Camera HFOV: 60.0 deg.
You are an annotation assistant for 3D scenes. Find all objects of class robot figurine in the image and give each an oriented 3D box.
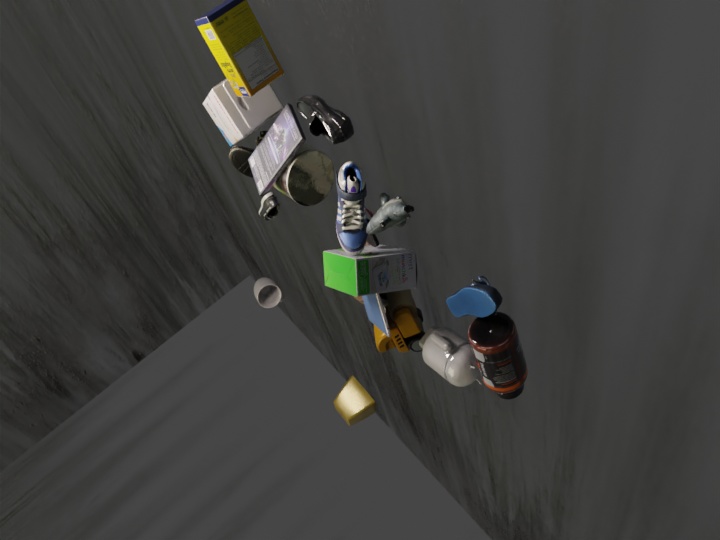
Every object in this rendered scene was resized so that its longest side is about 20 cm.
[{"bbox_3d":[0.237,0.222,1.609,0.199,0.114,0.170,35,173,48],"label":"robot figurine"}]

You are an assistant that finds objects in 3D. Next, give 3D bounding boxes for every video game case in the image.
[{"bbox_3d":[-0.220,-0.312,1.616,0.019,0.200,0.145,17,-142,-42],"label":"video game case"}]

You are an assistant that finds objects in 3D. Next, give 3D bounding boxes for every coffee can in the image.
[{"bbox_3d":[-0.180,-0.276,1.684,0.199,0.146,0.148,34,157,48],"label":"coffee can"}]

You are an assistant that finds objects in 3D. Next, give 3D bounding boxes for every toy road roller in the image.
[{"bbox_3d":[0.095,0.143,1.710,0.124,0.143,0.202,-99,-14,-47],"label":"toy road roller"}]

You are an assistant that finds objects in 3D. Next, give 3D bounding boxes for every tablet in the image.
[{"bbox_3d":[0.035,0.095,1.674,0.200,0.013,0.133,-147,40,-74],"label":"tablet"}]

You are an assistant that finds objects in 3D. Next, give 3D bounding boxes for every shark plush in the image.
[{"bbox_3d":[0.075,-0.114,1.404,0.092,0.083,0.199,58,164,-19],"label":"shark plush"}]

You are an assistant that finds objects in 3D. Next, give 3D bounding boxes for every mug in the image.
[{"bbox_3d":[-0.540,0.129,3.695,0.197,0.150,0.175,26,-172,-30],"label":"mug"}]

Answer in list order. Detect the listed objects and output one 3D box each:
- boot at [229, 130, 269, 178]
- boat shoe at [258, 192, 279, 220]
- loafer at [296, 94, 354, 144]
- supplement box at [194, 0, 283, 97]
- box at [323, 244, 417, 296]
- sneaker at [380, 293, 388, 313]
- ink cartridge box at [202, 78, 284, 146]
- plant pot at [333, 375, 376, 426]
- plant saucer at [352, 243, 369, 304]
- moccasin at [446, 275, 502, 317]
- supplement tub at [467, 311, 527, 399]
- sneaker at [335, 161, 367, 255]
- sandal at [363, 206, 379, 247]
[{"bbox_3d":[-0.297,-0.342,1.803,0.201,0.073,0.156,20,-136,-39],"label":"boot"},{"bbox_3d":[-0.352,-0.232,2.426,0.061,0.075,0.200,55,166,10],"label":"boat shoe"},{"bbox_3d":[-0.094,-0.344,1.421,0.200,0.070,0.069,40,161,39],"label":"loafer"},{"bbox_3d":[-0.291,-0.538,1.503,0.109,0.108,0.202,26,150,57],"label":"supplement box"},{"bbox_3d":[0.021,-0.006,1.589,0.199,0.173,0.099,14,109,61],"label":"box"},{"bbox_3d":[0.056,0.031,1.815,0.201,0.072,0.089,53,152,33],"label":"sneaker"},{"bbox_3d":[-0.327,-0.455,1.723,0.148,0.145,0.199,57,164,-15],"label":"ink cartridge box"},{"bbox_3d":[-0.041,0.741,3.464,0.200,0.175,0.201,46,164,22],"label":"plant pot"},{"bbox_3d":[0.000,0.000,1.805,0.199,0.029,0.205,28,122,57],"label":"plant saucer"},{"bbox_3d":[0.243,0.050,1.308,0.082,0.067,0.199,62,163,-6],"label":"moccasin"},{"bbox_3d":[0.305,0.194,1.360,0.106,0.106,0.202,33,155,49],"label":"supplement tub"},{"bbox_3d":[-0.023,-0.154,1.471,0.147,0.078,0.205,82,-172,-72],"label":"sneaker"},{"bbox_3d":[0.008,-0.143,1.638,0.076,0.044,0.202,79,165,-49],"label":"sandal"}]
